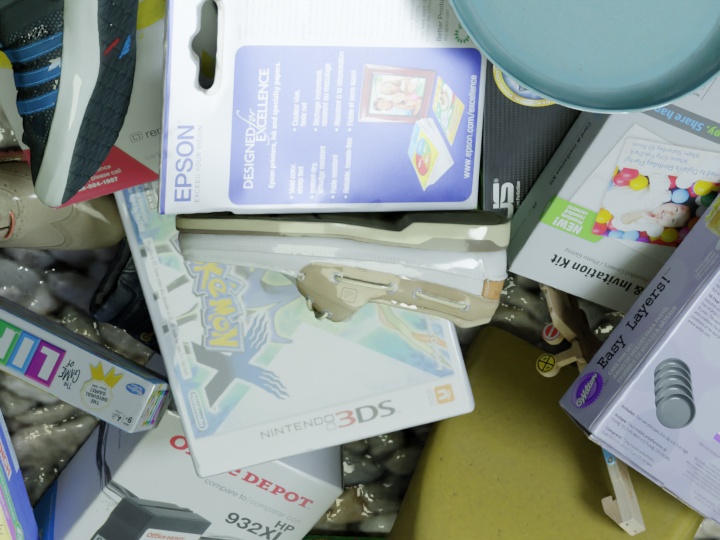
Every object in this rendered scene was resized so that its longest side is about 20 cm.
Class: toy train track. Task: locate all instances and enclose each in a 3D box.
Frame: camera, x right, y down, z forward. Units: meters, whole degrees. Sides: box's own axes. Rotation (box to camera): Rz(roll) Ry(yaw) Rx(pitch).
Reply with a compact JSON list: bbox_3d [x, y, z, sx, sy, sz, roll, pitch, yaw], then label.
[{"bbox_3d":[0.141,0.082,1.388,0.032,0.200,0.115,-25,147,17],"label":"toy train track"}]

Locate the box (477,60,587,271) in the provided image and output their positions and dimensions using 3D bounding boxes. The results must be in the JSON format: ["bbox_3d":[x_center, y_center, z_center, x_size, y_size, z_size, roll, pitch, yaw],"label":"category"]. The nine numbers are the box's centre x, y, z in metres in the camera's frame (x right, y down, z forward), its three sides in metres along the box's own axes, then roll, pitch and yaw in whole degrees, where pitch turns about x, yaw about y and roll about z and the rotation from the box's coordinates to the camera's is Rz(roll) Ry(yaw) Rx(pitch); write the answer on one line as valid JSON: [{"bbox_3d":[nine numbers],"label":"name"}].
[{"bbox_3d":[0.153,-0.094,1.348,0.160,0.044,0.200,-4,128,-3],"label":"box"}]

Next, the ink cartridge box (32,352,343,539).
[{"bbox_3d":[-0.124,0.162,1.497,0.145,0.084,0.200,27,121,-21],"label":"ink cartridge box"}]

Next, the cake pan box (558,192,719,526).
[{"bbox_3d":[0.250,0.066,1.336,0.200,0.052,0.184,33,97,-31],"label":"cake pan box"}]

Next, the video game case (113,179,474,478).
[{"bbox_3d":[-0.040,0.015,1.325,0.182,0.022,0.200,-14,103,4],"label":"video game case"}]

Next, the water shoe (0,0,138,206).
[{"bbox_3d":[-0.170,-0.129,1.190,0.079,0.072,0.200,25,128,12],"label":"water shoe"}]

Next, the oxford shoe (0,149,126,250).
[{"bbox_3d":[-0.242,-0.032,1.345,0.200,0.075,0.071,6,127,-9],"label":"oxford shoe"}]

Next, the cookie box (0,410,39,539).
[{"bbox_3d":[-0.339,0.144,1.446,0.200,0.075,0.171,-13,109,4],"label":"cookie box"}]

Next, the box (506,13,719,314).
[{"bbox_3d":[0.202,-0.059,1.327,0.156,0.041,0.200,20,124,-19],"label":"box"}]

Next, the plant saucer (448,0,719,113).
[{"bbox_3d":[0.137,-0.186,1.220,0.200,0.027,0.201,1,82,-11],"label":"plant saucer"}]

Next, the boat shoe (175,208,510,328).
[{"bbox_3d":[-0.012,-0.003,1.271,0.200,0.075,0.069,4,103,2],"label":"boat shoe"}]

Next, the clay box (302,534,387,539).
[{"bbox_3d":[0.004,0.253,1.600,0.200,0.048,0.115,5,128,-7],"label":"clay box"}]

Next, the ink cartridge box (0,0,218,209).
[{"bbox_3d":[-0.152,-0.152,1.255,0.145,0.083,0.200,-15,127,7],"label":"ink cartridge box"}]

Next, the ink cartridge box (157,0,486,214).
[{"bbox_3d":[-0.022,-0.133,1.236,0.200,0.047,0.198,-1,106,-18],"label":"ink cartridge box"}]

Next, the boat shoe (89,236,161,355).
[{"bbox_3d":[-0.094,-0.019,1.370,0.091,0.071,0.200,26,121,-20],"label":"boat shoe"}]

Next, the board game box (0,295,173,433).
[{"bbox_3d":[-0.216,0.042,1.332,0.200,0.134,0.034,26,88,3],"label":"board game box"}]

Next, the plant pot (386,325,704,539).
[{"bbox_3d":[0.106,0.197,1.426,0.195,0.200,0.194,26,127,9],"label":"plant pot"}]
